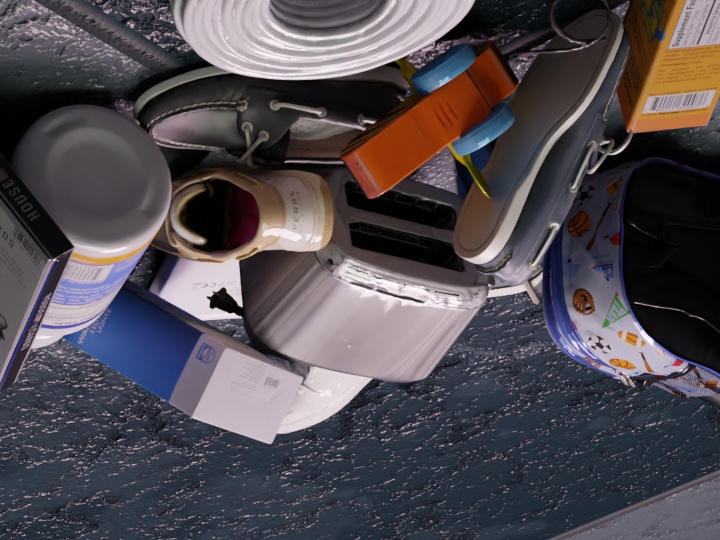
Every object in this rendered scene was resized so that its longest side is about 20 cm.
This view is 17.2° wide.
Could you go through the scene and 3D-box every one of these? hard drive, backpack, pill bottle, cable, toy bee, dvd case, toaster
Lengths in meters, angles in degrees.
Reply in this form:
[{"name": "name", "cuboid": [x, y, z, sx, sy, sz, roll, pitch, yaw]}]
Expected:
[{"name": "hard drive", "cuboid": [-0.081, -0.019, 1.836, 0.131, 0.027, 0.200, -3, 153, -22]}, {"name": "backpack", "cuboid": [0.228, 0.000, 1.871, 0.153, 0.201, 0.190, -14, 155, 34]}, {"name": "pill bottle", "cuboid": [-0.211, -0.022, 1.660, 0.111, 0.113, 0.200, -2, 156, -24]}, {"name": "cable", "cuboid": [-0.022, -0.188, 1.458, 0.199, 0.070, 0.200, -13, 155, 5]}, {"name": "toy bee", "cuboid": [0.071, -0.113, 1.625, 0.199, 0.132, 0.109, -14, -175, -12]}, {"name": "dvd case", "cuboid": [-0.266, -0.019, 1.610, 0.025, 0.151, 0.200, -33, 167, -33]}, {"name": "toaster", "cuboid": [0.000, 0.000, 1.754, 0.199, 0.114, 0.129, 14, 141, -27]}]

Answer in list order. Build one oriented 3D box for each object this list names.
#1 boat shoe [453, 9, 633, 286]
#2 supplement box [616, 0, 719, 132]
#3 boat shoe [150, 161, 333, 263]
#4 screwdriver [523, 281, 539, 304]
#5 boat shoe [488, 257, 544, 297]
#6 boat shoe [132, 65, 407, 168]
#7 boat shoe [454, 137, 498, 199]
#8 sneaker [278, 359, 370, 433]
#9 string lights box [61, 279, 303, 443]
[{"name": "boat shoe", "cuboid": [0.137, -0.084, 1.653, 0.062, 0.201, 0.075, 30, 173, -35]}, {"name": "supplement box", "cuboid": [0.224, -0.173, 1.630, 0.068, 0.067, 0.200, -5, 153, -11]}, {"name": "boat shoe", "cuboid": [-0.103, -0.042, 1.666, 0.069, 0.074, 0.199, -2, 179, -39]}, {"name": "screwdriver", "cuboid": [0.120, 0.002, 1.848, 0.029, 0.028, 0.200, -11, 163, 4]}, {"name": "boat shoe", "cuboid": [0.057, -0.006, 1.890, 0.199, 0.073, 0.062, -12, 147, -14]}, {"name": "boat shoe", "cuboid": [-0.057, -0.101, 1.641, 0.199, 0.061, 0.074, -2, 154, -22]}, {"name": "boat shoe", "cuboid": [0.110, -0.076, 1.780, 0.068, 0.085, 0.200, -20, 172, -4]}, {"name": "sneaker", "cuboid": [-0.031, 0.059, 1.979, 0.199, 0.074, 0.115, -34, 148, 18]}, {"name": "string lights box", "cuboid": [-0.150, 0.054, 1.771, 0.103, 0.199, 0.059, 25, 91, -53]}]
